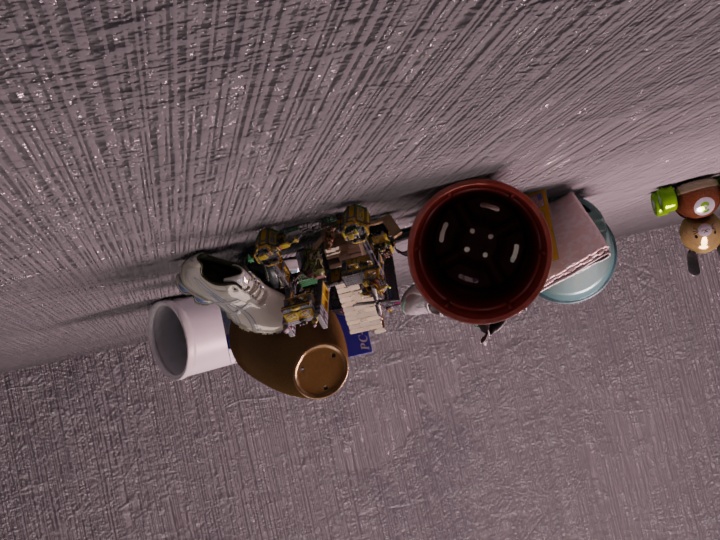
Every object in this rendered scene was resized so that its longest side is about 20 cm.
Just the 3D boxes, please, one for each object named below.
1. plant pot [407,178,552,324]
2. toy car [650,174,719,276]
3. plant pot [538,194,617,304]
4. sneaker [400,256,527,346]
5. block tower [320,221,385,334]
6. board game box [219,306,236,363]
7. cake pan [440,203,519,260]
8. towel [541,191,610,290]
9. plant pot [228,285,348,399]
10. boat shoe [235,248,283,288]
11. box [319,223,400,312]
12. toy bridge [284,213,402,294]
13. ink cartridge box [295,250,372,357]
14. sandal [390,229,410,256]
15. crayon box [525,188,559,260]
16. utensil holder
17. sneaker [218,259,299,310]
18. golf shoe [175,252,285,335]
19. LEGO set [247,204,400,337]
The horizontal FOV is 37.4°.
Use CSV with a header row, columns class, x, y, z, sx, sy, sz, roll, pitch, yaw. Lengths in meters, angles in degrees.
class,x,y,z,sx,sy,sz,roll,pitch,yaw
plant pot,0.173,-0.034,1.560,0.199,0.202,0.195,-13,-177,7
toy car,0.739,-0.094,2.304,0.163,0.201,0.158,-13,176,5
plant pot,0.392,-0.048,2.028,0.199,0.202,0.196,-13,168,9
sneaker,0.166,0.064,1.683,0.199,0.141,0.078,-21,144,11
block tower,-0.011,0.012,1.582,0.057,0.054,0.201,-13,132,7
board game box,-0.161,0.071,1.982,0.199,0.041,0.200,-13,-140,-8
cake pan,0.205,-0.036,1.738,0.199,0.201,0.037,-15,-145,26
towel,0.320,-0.039,1.871,0.199,0.032,0.191,-29,-145,8
plant pot,-0.095,0.128,1.719,0.185,0.188,0.200,-11,-160,-20
boat shoe,-0.163,0.000,1.679,0.061,0.073,0.200,-16,-178,-13
box,0.000,0.000,1.761,0.114,0.133,0.200,-10,176,1
toy bridge,-0.035,-0.028,1.639,0.199,0.067,0.027,-34,175,3
ink cartridge box,-0.047,0.056,1.881,0.093,0.201,0.044,-12,178,-11
sandal,0.123,-0.057,1.942,0.199,0.048,0.075,-14,176,11
crayon box,0.243,-0.051,1.825,0.199,0.127,0.051,-15,167,27
utensil holder,-0.323,0.127,2.259,0.199,0.171,0.170,-13,177,-38
sneaker,-0.179,0.031,1.960,0.199,0.082,0.074,-11,176,-23
golf shoe,-0.177,0.034,1.604,0.199,0.079,0.097,22,152,-14
LEGO set,-0.052,0.008,1.457,0.199,0.116,0.154,-8,133,10
